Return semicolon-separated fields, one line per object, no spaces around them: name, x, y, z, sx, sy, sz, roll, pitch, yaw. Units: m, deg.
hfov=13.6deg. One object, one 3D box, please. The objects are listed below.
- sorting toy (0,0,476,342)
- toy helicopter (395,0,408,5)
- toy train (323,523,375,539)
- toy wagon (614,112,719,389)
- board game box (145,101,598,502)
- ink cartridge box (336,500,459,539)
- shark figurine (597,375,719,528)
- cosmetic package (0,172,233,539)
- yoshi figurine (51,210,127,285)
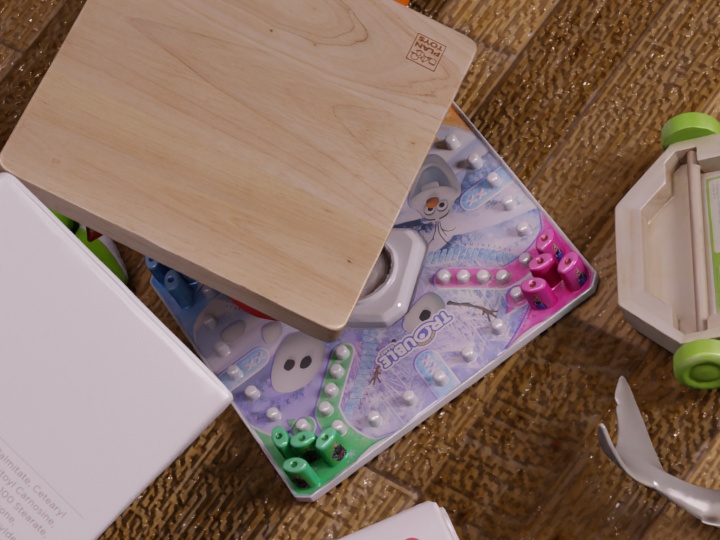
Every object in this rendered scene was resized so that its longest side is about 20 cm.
sorting toy;-0.068;-0.074;1.626;0.199;0.070;0.199;26;61;0
toy helicopter;-0.013;-0.226;1.792;0.132;0.079;0.200;-3;46;41
toy train;-0.009;0.221;1.468;0.114;0.085;0.200;25;69;24
toy wagon;0.228;-0.021;1.542;0.199;0.040;0.156;-12;54;18
board game box;0.000;0.000;1.649;0.200;0.026;0.200;-36;49;-1
ink cartridge box;-0.024;0.216;1.376;0.199;0.084;0.147;-22;58;-3
shark figurine;0.221;0.095;1.458;0.214;0.129;0.090;-10;26;41
cosmetic package;-0.197;0.083;1.556;0.166;0.167;0.200;44;81;-2
yoshi figurine;-0.214;0.010;1.704;0.112;0.112;0.201;-6;56;42
